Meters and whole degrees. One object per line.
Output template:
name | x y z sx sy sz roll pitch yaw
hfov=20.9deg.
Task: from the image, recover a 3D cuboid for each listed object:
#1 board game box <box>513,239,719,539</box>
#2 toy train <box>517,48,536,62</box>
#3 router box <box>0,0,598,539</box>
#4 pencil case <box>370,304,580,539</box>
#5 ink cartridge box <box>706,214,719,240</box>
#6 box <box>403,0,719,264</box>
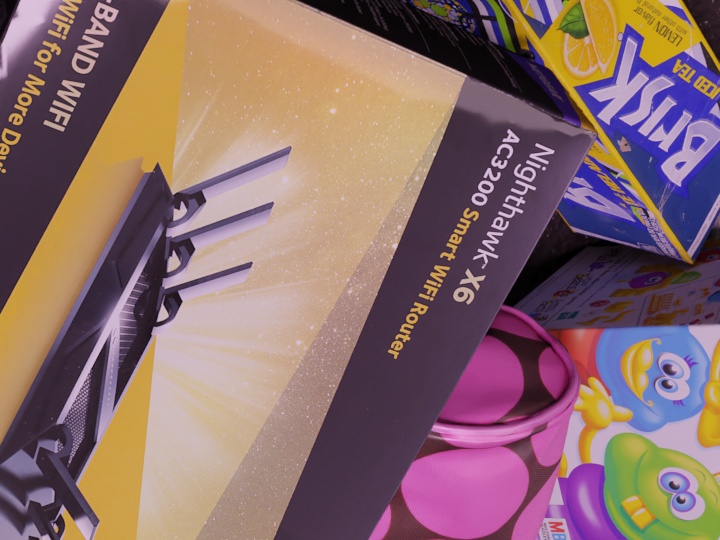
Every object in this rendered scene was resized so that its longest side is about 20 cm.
board game box | 0.167 0.049 0.780 0.105 0.199 0.104 -34 115 -50
toy train | 0.000 0.000 0.706 0.046 0.034 0.201 27 112 -18
router box | -0.052 0.009 0.540 0.156 0.052 0.201 20 111 -22
pencil case | 0.022 0.108 0.781 0.093 0.091 0.201 0 127 -17
ink cartridge box | 0.222 0.006 0.922 0.199 0.045 0.178 -4 113 -32
box | 0.082 -0.087 0.753 0.070 0.064 0.200 -59 136 -15
